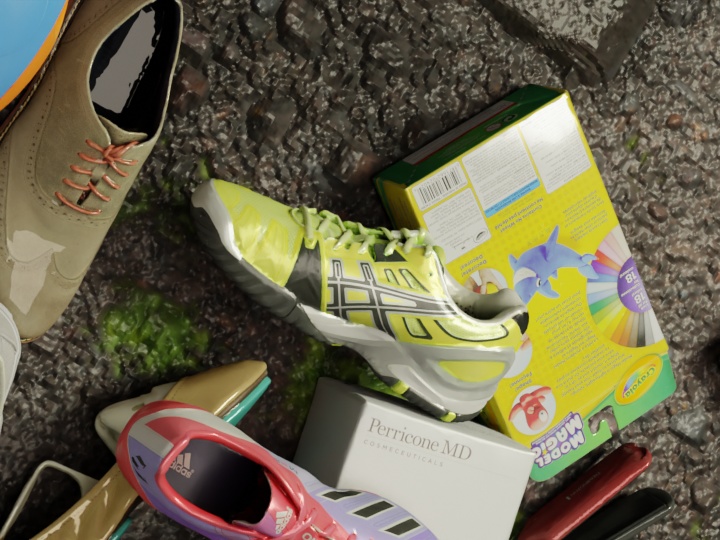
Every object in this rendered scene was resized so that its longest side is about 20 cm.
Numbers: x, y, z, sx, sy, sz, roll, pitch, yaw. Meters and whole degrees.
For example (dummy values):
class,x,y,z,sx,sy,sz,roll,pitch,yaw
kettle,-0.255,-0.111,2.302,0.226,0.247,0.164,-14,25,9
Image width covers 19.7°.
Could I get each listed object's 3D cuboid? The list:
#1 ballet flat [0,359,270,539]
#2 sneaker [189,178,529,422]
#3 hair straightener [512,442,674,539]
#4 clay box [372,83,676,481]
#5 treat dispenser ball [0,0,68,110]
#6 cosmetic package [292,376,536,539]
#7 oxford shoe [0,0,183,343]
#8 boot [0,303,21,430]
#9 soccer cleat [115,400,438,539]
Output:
class,x,y,z,sx,sy,sz,roll,pitch,yaw
ballet flat,-0.131,0.108,1.077,0.063,0.069,0.200,41,77,3
sneaker,0.000,0.000,1.095,0.200,0.075,0.076,31,109,-21
hair straightener,0.108,0.190,1.221,0.200,0.041,0.077,-39,114,-15
clay box,0.098,0.009,1.177,0.115,0.048,0.201,-31,113,-18
treat dispenser ball,-0.222,-0.146,0.901,0.200,0.201,0.202,-5,102,-25
cosmetic package,0.007,0.171,1.140,0.112,0.081,0.201,16,94,-20
oxford shoe,-0.142,-0.056,1.029,0.070,0.075,0.201,15,94,-31
boot,-0.219,0.111,0.997,0.073,0.096,0.201,16,100,-3
soccer cleat,-0.033,0.127,1.037,0.200,0.076,0.067,32,87,-21
